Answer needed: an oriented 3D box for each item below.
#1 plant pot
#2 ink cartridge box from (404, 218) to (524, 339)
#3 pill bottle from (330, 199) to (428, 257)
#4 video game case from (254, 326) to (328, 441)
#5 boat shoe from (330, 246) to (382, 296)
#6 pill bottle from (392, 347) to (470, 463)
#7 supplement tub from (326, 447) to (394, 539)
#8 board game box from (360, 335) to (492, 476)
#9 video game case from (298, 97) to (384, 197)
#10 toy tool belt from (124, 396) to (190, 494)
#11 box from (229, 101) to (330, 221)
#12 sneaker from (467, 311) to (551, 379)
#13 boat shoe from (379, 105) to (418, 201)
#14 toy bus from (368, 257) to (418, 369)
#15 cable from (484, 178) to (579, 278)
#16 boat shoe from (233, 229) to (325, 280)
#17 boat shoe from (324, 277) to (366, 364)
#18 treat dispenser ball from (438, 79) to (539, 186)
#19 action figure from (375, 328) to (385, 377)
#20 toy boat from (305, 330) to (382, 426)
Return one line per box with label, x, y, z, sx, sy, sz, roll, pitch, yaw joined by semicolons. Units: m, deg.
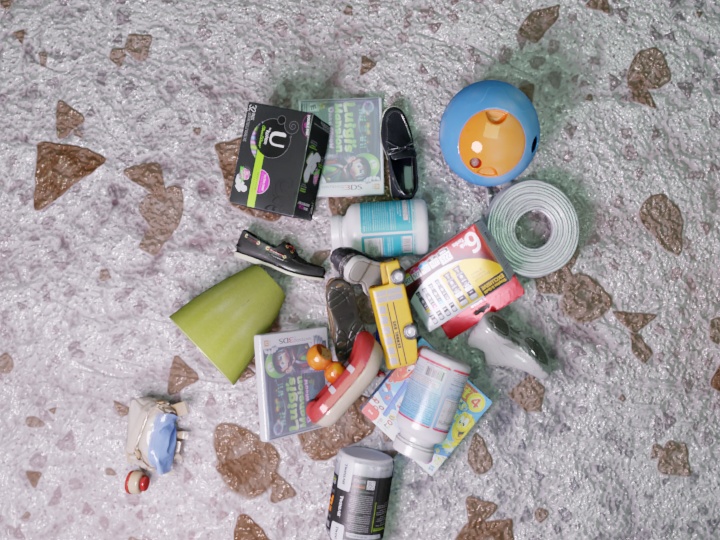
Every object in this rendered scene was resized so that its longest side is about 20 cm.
plant pot;-0.250;0.092;1.506;0.187;0.187;0.200;45;77;2
ink cartridge box;0.202;0.028;1.495;0.198;0.084;0.177;-34;88;22
pill bottle;0.039;-0.084;1.519;0.195;0.111;0.114;-3;89;2
video game case;-0.130;0.223;1.496;0.023;0.179;0.205;-4;89;44
boat shoe;0.000;0.000;1.487;0.060;0.199;0.075;36;97;25
pill bottle;0.134;0.262;1.455;0.107;0.109;0.204;21;90;2
supplement tub;-0.003;0.470;1.506;0.119;0.123;0.205;9;89;2
board game box;0.135;0.276;1.537;0.199;0.056;0.197;40;91;2
video game case;-0.040;-0.258;1.569;0.177;0.023;0.206;-2;89;2
toy tool belt;-0.412;0.361;1.525;0.120;0.125;0.205;5;90;11
box;-0.160;-0.216;1.508;0.145;0.124;0.205;12;91;15
sneaker;0.302;0.167;1.532;0.198;0.079;0.099;35;128;-12
boat shoe;0.084;-0.239;1.537;0.073;0.062;0.205;-6;90;-16
toy bus;0.066;0.082;1.463;0.076;0.065;0.205;-13;95;5
cable;0.351;-0.086;1.528;0.195;0.069;0.205;1;89;2
boat shoe;-0.162;-0.029;1.544;0.197;0.074;0.064;20;92;4
boat shoe;-0.032;0.107;1.539;0.074;0.074;0.205;-12;109;-13
treat dispenser ball;0.252;-0.269;1.469;0.195;0.201;0.206;0;89;2
action figure;0.050;0.115;1.540;0.051;0.065;0.205;7;91;24
toy boat;-0.050;0.195;1.457;0.131;0.131;0.200;43;83;-1
